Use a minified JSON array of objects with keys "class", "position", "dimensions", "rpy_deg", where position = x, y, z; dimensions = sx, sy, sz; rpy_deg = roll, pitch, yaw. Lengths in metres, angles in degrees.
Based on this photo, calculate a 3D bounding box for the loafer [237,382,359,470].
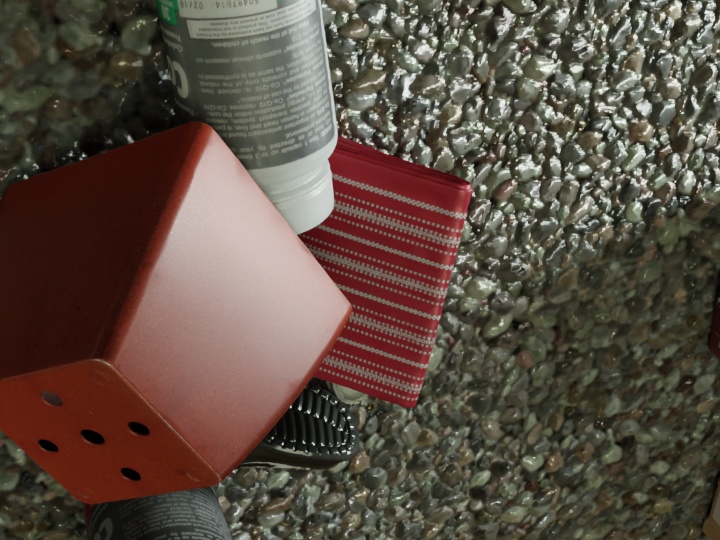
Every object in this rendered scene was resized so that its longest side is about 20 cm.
[{"class":"loafer","position":[-0.100,0.130,1.125],"dimensions":[0.200,0.073,0.071],"rpy_deg":[11,141,-12]}]

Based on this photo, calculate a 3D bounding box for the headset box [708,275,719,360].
[{"class":"headset box","position":[0.408,0.013,1.233],"dimensions":[0.148,0.075,0.200],"rpy_deg":[-8,119,-15]}]

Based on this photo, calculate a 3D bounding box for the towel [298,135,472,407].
[{"class":"towel","position":[0.000,0.000,1.069],"dimensions":[0.144,0.022,0.200],"rpy_deg":[18,114,12]}]

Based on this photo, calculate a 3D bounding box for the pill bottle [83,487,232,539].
[{"class":"pill bottle","position":[-0.153,0.241,1.081],"dimensions":[0.114,0.200,0.114],"rpy_deg":[-8,119,-15]}]

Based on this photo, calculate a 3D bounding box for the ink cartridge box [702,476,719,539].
[{"class":"ink cartridge box","position":[0.450,0.196,1.348],"dimensions":[0.164,0.075,0.200],"rpy_deg":[-3,119,-19]}]

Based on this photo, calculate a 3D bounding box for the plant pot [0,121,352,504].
[{"class":"plant pot","position":[-0.154,0.048,0.942],"dimensions":[0.200,0.176,0.200],"rpy_deg":[-14,130,32]}]

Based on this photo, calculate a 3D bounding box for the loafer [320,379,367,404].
[{"class":"loafer","position":[0.017,0.029,1.109],"dimensions":[0.072,0.063,0.200],"rpy_deg":[10,113,-23]}]

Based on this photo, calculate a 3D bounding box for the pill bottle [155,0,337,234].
[{"class":"pill bottle","position":[-0.076,-0.129,0.961],"dimensions":[0.113,0.113,0.200],"rpy_deg":[-14,120,-12]}]
